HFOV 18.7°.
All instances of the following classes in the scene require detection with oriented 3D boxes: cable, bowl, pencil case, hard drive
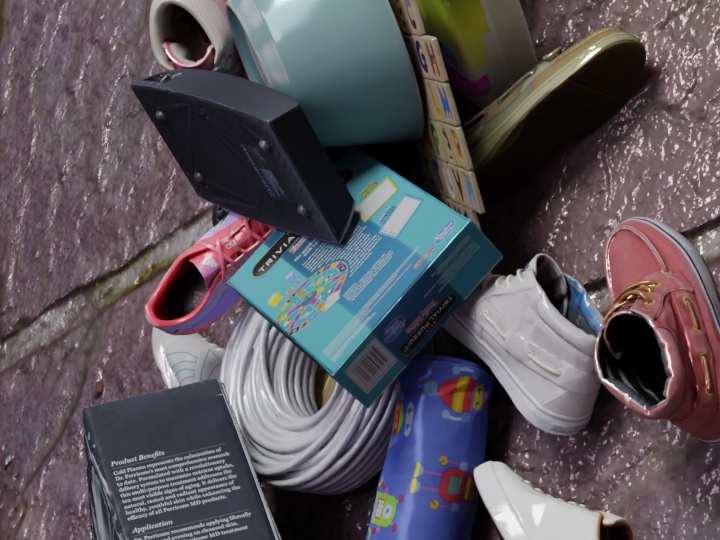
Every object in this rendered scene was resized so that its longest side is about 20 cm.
[{"bbox_3d":[-0.030,0.080,1.761,0.200,0.069,0.202,31,100,49],"label":"cable"},{"bbox_3d":[-0.036,-0.176,1.704,0.104,0.202,0.201,-24,45,-7],"label":"bowl"},{"bbox_3d":[0.048,0.159,1.638,0.087,0.078,0.202,1,79,54],"label":"pencil case"},{"bbox_3d":[-0.089,-0.095,1.698,0.042,0.135,0.199,-44,34,-20],"label":"hard drive"}]

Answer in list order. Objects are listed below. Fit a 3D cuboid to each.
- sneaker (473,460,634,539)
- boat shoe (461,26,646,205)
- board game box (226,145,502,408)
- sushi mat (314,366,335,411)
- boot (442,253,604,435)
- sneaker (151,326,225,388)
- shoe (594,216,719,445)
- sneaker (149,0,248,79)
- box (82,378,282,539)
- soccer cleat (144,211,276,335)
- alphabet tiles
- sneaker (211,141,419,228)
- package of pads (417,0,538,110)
[{"bbox_3d":[0.146,0.191,1.540,0.084,0.073,0.200,-29,35,-4],"label":"sneaker"},{"bbox_3d":[0.135,-0.128,1.660,0.201,0.073,0.064,-46,49,40],"label":"boat shoe"},{"bbox_3d":[0.000,0.000,1.659,0.151,0.047,0.200,-48,33,-3],"label":"board game box"},{"bbox_3d":[-0.027,0.058,1.828,0.095,0.012,0.202,26,97,50],"label":"sushi mat"},{"bbox_3d":[0.119,0.024,1.604,0.200,0.073,0.096,48,130,39],"label":"boot"},{"bbox_3d":[-0.131,0.100,1.907,0.080,0.071,0.201,-28,40,6],"label":"sneaker"},{"bbox_3d":[0.199,0.030,1.501,0.072,0.090,0.201,-48,44,27],"label":"shoe"},{"bbox_3d":[-0.118,-0.165,1.796,0.075,0.201,0.105,-8,35,22],"label":"sneaker"},{"bbox_3d":[-0.140,0.232,1.741,0.201,0.123,0.197,93,161,-45],"label":"box"},{"bbox_3d":[-0.099,-0.022,1.788,0.200,0.076,0.067,-45,79,15],"label":"soccer cleat"},{"bbox_3d":[0.055,-0.116,1.661,0.166,0.006,0.202,-141,33,-76],"label":"alphabet tiles"},{"bbox_3d":[-0.037,-0.078,1.849,0.199,0.083,0.072,-23,87,18],"label":"sneaker"},{"bbox_3d":[0.055,-0.233,1.676,0.068,0.200,0.155,-37,58,-8],"label":"package of pads"}]
